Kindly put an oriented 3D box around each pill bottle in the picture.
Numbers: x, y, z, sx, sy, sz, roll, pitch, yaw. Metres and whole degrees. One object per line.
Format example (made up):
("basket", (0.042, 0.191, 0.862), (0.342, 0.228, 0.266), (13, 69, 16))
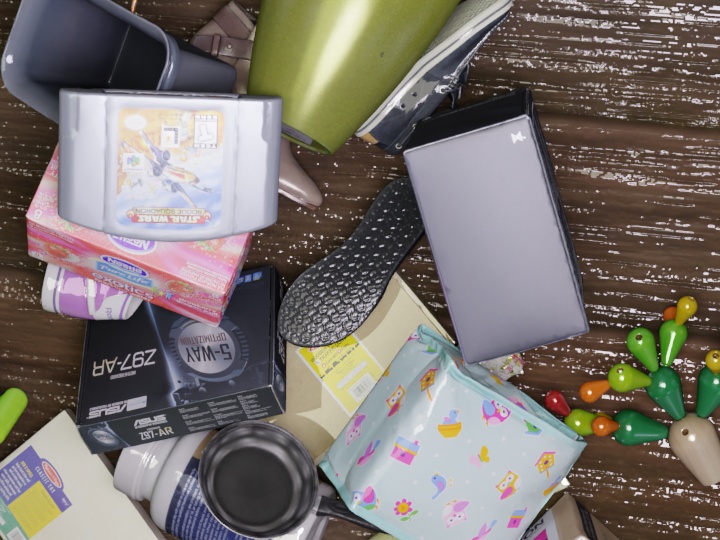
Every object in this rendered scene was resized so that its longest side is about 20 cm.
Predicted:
("pill bottle", (-0.133, 0.217, 1.745), (0.199, 0.111, 0.112), (25, 93, 10))

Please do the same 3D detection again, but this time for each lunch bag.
("lunch bag", (0.092, 0.174, 1.649), (0.199, 0.122, 0.171), (32, 96, -27))

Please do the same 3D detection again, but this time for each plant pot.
("plant pot", (-0.023, -0.217, 1.690), (0.186, 0.187, 0.201), (24, 85, 11))

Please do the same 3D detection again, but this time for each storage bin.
("storage bin", (-0.219, -0.200, 1.724), (0.199, 0.134, 0.147), (30, 105, 31))

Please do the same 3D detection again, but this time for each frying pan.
("frying pan", (-0.060, 0.196, 1.680), (0.188, 0.031, 0.116), (2, 63, -19))

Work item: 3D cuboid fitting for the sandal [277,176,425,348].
("sandal", (0.001, 0.000, 1.738), (0.075, 0.048, 0.201), (41, 80, 10))

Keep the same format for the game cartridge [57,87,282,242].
("game cartridge", (-0.170, -0.093, 1.618), (0.198, 0.042, 0.135), (1, 100, -8))

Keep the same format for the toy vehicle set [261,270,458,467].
("toy vehicle set", (-0.018, 0.089, 1.771), (0.200, 0.027, 0.125), (-41, 81, 7))

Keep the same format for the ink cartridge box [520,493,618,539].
("ink cartridge box", (0.152, 0.313, 1.655), (0.075, 0.165, 0.200), (43, 95, -4))

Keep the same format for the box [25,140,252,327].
("box", (-0.205, -0.037, 1.699), (0.198, 0.103, 0.095), (21, 68, -1))

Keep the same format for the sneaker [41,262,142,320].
("sneaker", (-0.237, -0.048, 1.790), (0.113, 0.073, 0.202), (8, 80, 10))

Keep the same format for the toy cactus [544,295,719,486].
("toy cactus", (0.288, 0.124, 1.692), (0.199, 0.102, 0.166), (-31, 101, 6))

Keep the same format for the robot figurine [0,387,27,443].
("robot figurine", (-0.424, 0.141, 1.798), (0.174, 0.116, 0.202), (-3, 84, 19))

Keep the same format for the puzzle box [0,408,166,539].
("puzzle box", (-0.285, 0.257, 1.816), (0.133, 0.025, 0.201), (-38, 82, 8))

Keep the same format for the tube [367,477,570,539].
("tube", (0.097, 0.227, 1.735), (0.199, 0.052, 0.058), (-34, 126, 4))

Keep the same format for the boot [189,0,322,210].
("boot", (-0.091, -0.169, 1.774), (0.199, 0.070, 0.147), (31, 92, 10))

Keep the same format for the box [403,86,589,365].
("box", (0.123, -0.045, 1.639), (0.122, 0.198, 0.202), (-16, 100, 8))

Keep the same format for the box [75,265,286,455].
("box", (-0.170, 0.085, 1.745), (0.198, 0.044, 0.161), (-12, 44, 11))

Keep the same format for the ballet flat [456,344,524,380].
("ballet flat", (0.080, 0.133, 1.734), (0.200, 0.076, 0.064), (-42, 115, 12))

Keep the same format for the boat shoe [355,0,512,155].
("boat shoe", (0.076, -0.190, 1.741), (0.062, 0.075, 0.200), (41, 103, -19))
